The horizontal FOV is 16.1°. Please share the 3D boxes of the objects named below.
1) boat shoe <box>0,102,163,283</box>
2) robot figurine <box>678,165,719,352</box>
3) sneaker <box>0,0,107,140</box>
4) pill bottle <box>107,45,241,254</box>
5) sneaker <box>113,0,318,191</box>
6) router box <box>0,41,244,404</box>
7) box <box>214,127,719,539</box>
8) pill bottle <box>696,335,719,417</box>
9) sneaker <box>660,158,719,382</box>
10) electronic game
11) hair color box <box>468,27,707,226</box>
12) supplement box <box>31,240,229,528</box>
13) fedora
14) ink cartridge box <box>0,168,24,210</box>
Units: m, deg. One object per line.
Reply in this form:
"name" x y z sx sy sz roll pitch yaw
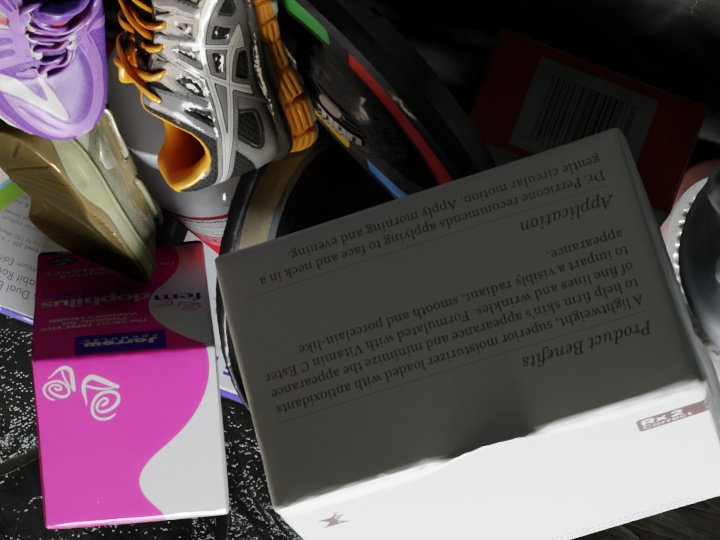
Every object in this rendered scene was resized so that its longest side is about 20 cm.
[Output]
"boat shoe" -0.143 -0.052 1.366 0.073 0.063 0.201 22 164 21
"robot figurine" 0.217 0.010 1.199 0.113 0.170 0.200 -7 157 19
"sneaker" -0.152 -0.125 1.184 0.084 0.080 0.200 54 163 34
"pill bottle" -0.072 -0.073 1.460 0.112 0.113 0.200 16 169 22
"sneaker" -0.082 -0.113 1.201 0.078 0.077 0.200 45 165 46
"router box" -0.125 -0.033 1.593 0.199 0.180 0.049 20 171 -2
"box" 0.060 0.051 1.202 0.198 0.131 0.200 -17 159 6
"pill bottle" 0.098 0.085 1.404 0.111 0.111 0.200 25 158 -27
"sneaker" 0.199 -0.003 1.409 0.105 0.075 0.200 -108 -7 -49
"electronic game" -0.001 -0.086 1.250 0.200 0.042 0.200 47 172 9
"hair color box" 0.107 -0.057 1.332 0.111 0.064 0.200 21 169 2
"supplement box" -0.131 0.061 1.439 0.101 0.104 0.200 -4 -161 -5
"fedora" 0.000 0.000 1.395 0.091 0.201 0.201 12 168 22
"ink cartridge box" -0.207 -0.103 1.451 0.148 0.076 0.200 58 -172 30
